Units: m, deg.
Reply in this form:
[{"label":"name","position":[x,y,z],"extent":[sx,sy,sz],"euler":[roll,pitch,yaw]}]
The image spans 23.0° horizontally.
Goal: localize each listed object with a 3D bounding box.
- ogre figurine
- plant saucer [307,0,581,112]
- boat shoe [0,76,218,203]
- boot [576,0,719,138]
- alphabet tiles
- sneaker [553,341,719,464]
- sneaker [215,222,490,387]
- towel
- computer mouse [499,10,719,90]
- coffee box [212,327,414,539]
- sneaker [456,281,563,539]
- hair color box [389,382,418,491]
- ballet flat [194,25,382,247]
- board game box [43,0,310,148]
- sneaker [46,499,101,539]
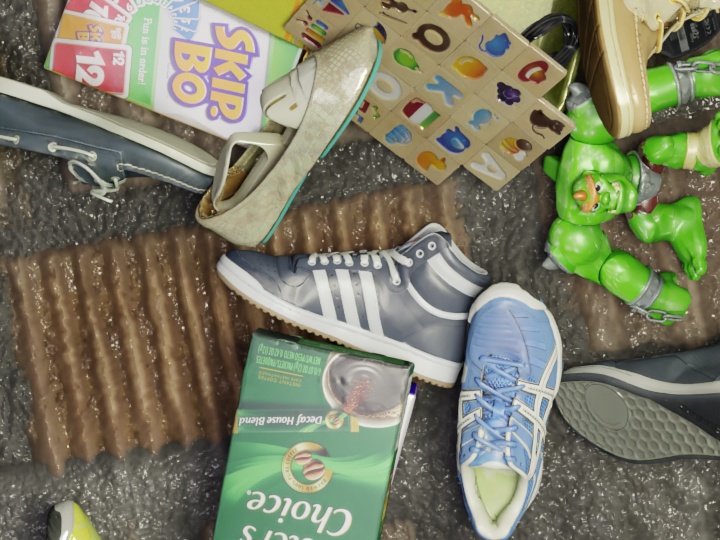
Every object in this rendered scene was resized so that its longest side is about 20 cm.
[{"label":"ogre figurine","position":[0.199,-0.061,1.291],"extent":[0.120,0.098,0.200],"euler":[4,128,-8]},{"label":"plant saucer","position":[0.080,-0.233,1.305],"extent":[0.199,0.048,0.201],"euler":[16,96,3]},{"label":"boat shoe","position":[-0.202,-0.091,1.324],"extent":[0.199,0.075,0.062],"euler":[20,94,4]},{"label":"boot","position":[0.228,-0.184,1.215],"extent":[0.155,0.073,0.201],"euler":[-1,61,-3]},{"label":"alphabet tiles","position":[0.048,-0.139,1.254],"extent":[0.200,0.006,0.166],"euler":[37,140,-11]},{"label":"sneaker","position":[0.255,0.077,1.308],"extent":[0.202,0.146,0.077],"euler":[4,121,42]},{"label":"sneaker","position":[0.000,0.000,1.318],"extent":[0.200,0.070,0.109],"euler":[24,101,-5]},{"label":"towel","position":[-0.066,-0.209,1.261],"extent":[0.200,0.018,0.086],"euler":[26,140,2]},{"label":"computer mouse","position":[0.182,-0.172,1.278],"extent":[0.200,0.034,0.059],"euler":[-19,103,-21]},{"label":"coffee box","position":[-0.038,0.153,1.285],"extent":[0.123,0.044,0.201],"euler":[13,95,3]},{"label":"sneaker","position":[0.108,0.106,1.291],"extent":[0.075,0.077,0.201],"euler":[1,112,10]},{"label":"hair color box","position":[-0.034,0.170,1.339],"extent":[0.109,0.065,0.201],"euler":[16,94,2]},{"label":"ballet flat","position":[-0.056,-0.095,1.258],"extent":[0.062,0.068,0.200],"euler":[19,122,-25]},{"label":"board game box","position":[-0.131,-0.161,1.339],"extent":[0.199,0.030,0.096],"euler":[21,96,0]},{"label":"sneaker","position":[-0.182,0.261,1.359],"extent":[0.076,0.075,0.200],"euler":[-23,103,-2]}]
